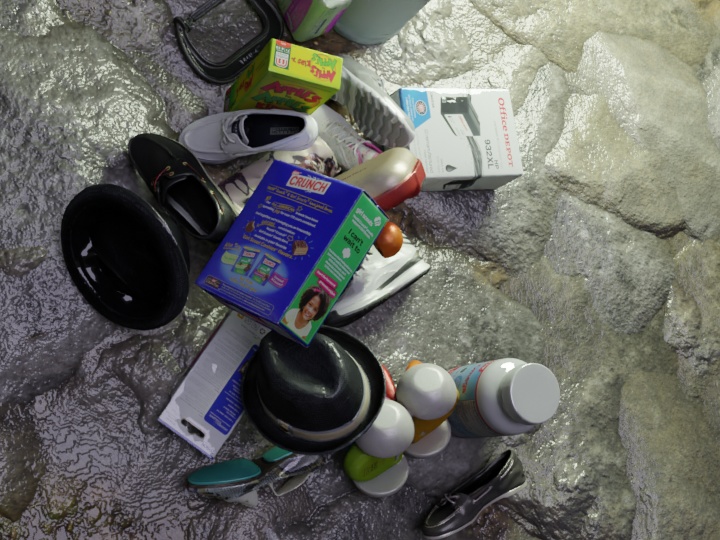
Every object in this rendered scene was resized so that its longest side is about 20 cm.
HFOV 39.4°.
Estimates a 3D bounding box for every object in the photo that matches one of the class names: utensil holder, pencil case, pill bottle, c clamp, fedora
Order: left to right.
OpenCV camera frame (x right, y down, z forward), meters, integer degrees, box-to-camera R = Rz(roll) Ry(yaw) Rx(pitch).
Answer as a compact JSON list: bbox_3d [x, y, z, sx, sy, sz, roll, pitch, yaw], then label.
[{"bbox_3d":[-0.290,-0.026,1.308,0.201,0.200,0.092,57,30,-4],"label":"fedora"},{"bbox_3d":[-0.199,-0.375,1.477,0.171,0.027,0.200,47,63,-16],"label":"c clamp"},{"bbox_3d":[-0.120,-0.122,1.428,0.200,0.078,0.090,-37,101,-26],"label":"pencil case"},{"bbox_3d":[-0.068,0.134,1.292,0.200,0.092,0.201,-5,55,7],"label":"fedora"},{"bbox_3d":[0.043,-0.455,1.507,0.170,0.200,0.170,5,78,-25],"label":"utensil holder"},{"bbox_3d":[0.194,0.183,1.443,0.109,0.200,0.109,6,77,-25],"label":"pill bottle"}]

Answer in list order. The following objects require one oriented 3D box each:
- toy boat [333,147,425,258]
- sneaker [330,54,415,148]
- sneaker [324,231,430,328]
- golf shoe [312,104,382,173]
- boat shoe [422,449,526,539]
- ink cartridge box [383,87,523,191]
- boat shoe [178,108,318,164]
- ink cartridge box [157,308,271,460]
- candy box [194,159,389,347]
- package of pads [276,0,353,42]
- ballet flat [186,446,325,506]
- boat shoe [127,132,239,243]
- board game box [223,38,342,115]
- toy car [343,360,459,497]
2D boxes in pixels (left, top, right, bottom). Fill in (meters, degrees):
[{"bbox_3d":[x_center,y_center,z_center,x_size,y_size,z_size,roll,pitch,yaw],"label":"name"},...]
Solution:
[{"bbox_3d":[0.012,-0.074,1.406,0.131,0.200,0.131,58,24,-15],"label":"toy boat"},{"bbox_3d":[0.017,-0.263,1.494,0.082,0.075,0.200,-30,67,-35],"label":"sneaker"},{"bbox_3d":[0.000,0.000,1.473,0.200,0.076,0.115,-31,85,-35],"label":"sneaker"},{"bbox_3d":[-0.013,-0.182,1.485,0.200,0.092,0.075,46,66,-8],"label":"golf shoe"},{"bbox_3d":[0.161,0.325,1.472,0.200,0.067,0.057,-22,100,-34],"label":"boat shoe"},{"bbox_3d":[0.141,-0.203,1.564,0.200,0.084,0.145,-4,81,-26],"label":"ink cartridge box"},{"bbox_3d":[-0.160,-0.193,1.382,0.200,0.065,0.074,-9,83,8],"label":"boat shoe"},{"bbox_3d":[-0.186,0.148,1.365,0.095,0.037,0.200,39,63,-14],"label":"ink cartridge box"},{"bbox_3d":[-0.089,-0.026,1.286,0.200,0.169,0.077,-58,139,-10],"label":"candy box"},{"bbox_3d":[-0.090,-0.451,1.469,0.068,0.154,0.200,-25,91,-20],"label":"package of pads"},{"bbox_3d":[-0.133,0.278,1.348,0.200,0.072,0.072,-17,87,-26],"label":"ballet flat"},{"bbox_3d":[-0.243,-0.116,1.342,0.201,0.063,0.074,45,103,15],"label":"boat shoe"},{"bbox_3d":[-0.112,-0.248,1.390,0.101,0.200,0.048,12,75,-23],"label":"board game box"},{"bbox_3d":[0.036,0.203,1.405,0.200,0.175,0.150,-37,61,-26],"label":"toy car"}]
